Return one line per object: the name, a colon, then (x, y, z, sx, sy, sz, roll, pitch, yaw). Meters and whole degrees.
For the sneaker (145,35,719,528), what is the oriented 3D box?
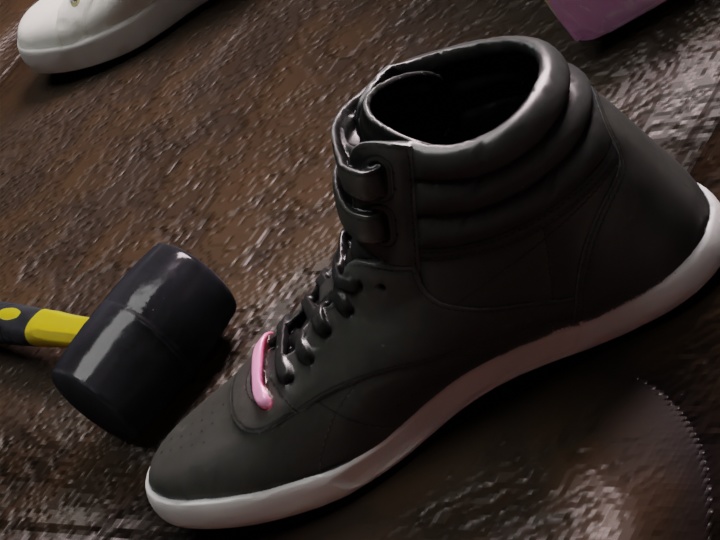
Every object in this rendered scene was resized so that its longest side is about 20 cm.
sneaker: (0.000, 0.000, 0.595, 0.200, 0.099, 0.071, -30, 31, 15)

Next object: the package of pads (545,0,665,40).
package of pads: (0.138, -0.174, 0.722, 0.200, 0.076, 0.121, -29, 32, 14)

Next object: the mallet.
mallet: (-0.124, 0.030, 0.759, 0.200, 0.041, 0.066, -6, 44, 51)

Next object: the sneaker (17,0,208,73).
sneaker: (-0.099, -0.168, 0.965, 0.200, 0.085, 0.073, -26, 32, 22)
